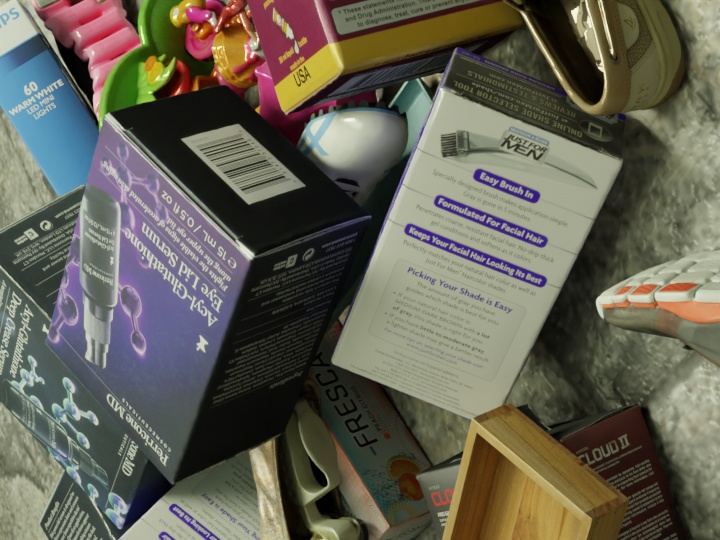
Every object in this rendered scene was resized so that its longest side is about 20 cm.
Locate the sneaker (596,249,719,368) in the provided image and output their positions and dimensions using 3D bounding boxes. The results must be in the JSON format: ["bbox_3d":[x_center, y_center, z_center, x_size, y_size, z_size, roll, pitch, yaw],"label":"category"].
[{"bbox_3d":[0.208,0.038,0.833,0.200,0.077,0.082,3,112,52],"label":"sneaker"}]

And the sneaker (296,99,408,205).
[{"bbox_3d":[-0.028,-0.043,1.034,0.200,0.072,0.073,-43,43,47],"label":"sneaker"}]

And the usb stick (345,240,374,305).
[{"bbox_3d":[0.000,0.000,1.111,0.200,0.032,0.056,15,111,48],"label":"usb stick"}]

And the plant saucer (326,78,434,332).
[{"bbox_3d":[0.004,-0.037,1.067,0.200,0.019,0.070,-52,51,33],"label":"plant saucer"}]

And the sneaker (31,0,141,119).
[{"bbox_3d":[-0.199,-0.154,1.287,0.201,0.079,0.095,60,163,18],"label":"sneaker"}]

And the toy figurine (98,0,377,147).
[{"bbox_3d":[-0.067,-0.138,1.098,0.184,0.150,0.201,-18,64,40],"label":"toy figurine"}]

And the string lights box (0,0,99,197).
[{"bbox_3d":[-0.243,-0.115,1.275,0.201,0.059,0.103,59,177,-7],"label":"string lights box"}]

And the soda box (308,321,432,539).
[{"bbox_3d":[-0.021,0.111,1.156,0.200,0.063,0.068,57,140,21],"label":"soda box"}]

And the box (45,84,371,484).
[{"bbox_3d":[-0.102,0.009,1.004,0.148,0.104,0.201,42,130,26],"label":"box"}]

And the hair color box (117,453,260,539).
[{"bbox_3d":[-0.109,0.213,1.175,0.109,0.200,0.065,37,133,10],"label":"hair color box"}]

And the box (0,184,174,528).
[{"bbox_3d":[-0.196,0.066,1.193,0.200,0.107,0.149,43,140,15],"label":"box"}]

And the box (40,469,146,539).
[{"bbox_3d":[-0.141,0.235,1.272,0.200,0.148,0.107,56,139,21],"label":"box"}]

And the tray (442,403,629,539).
[{"bbox_3d":[0.092,0.189,0.941,0.099,0.037,0.201,39,131,37],"label":"tray"}]

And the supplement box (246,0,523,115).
[{"bbox_3d":[-0.007,-0.212,0.946,0.103,0.130,0.201,-22,85,66],"label":"supplement box"}]

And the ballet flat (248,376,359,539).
[{"bbox_3d":[-0.037,0.164,1.094,0.067,0.068,0.201,-10,97,45],"label":"ballet flat"}]

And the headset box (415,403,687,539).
[{"bbox_3d":[0.128,0.180,0.984,0.149,0.077,0.201,-23,87,53],"label":"headset box"}]

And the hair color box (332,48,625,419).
[{"bbox_3d":[0.067,-0.016,0.932,0.109,0.065,0.201,22,124,-1],"label":"hair color box"}]

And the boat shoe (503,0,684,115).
[{"bbox_3d":[0.108,-0.177,0.881,0.201,0.064,0.071,61,141,16],"label":"boat shoe"}]
